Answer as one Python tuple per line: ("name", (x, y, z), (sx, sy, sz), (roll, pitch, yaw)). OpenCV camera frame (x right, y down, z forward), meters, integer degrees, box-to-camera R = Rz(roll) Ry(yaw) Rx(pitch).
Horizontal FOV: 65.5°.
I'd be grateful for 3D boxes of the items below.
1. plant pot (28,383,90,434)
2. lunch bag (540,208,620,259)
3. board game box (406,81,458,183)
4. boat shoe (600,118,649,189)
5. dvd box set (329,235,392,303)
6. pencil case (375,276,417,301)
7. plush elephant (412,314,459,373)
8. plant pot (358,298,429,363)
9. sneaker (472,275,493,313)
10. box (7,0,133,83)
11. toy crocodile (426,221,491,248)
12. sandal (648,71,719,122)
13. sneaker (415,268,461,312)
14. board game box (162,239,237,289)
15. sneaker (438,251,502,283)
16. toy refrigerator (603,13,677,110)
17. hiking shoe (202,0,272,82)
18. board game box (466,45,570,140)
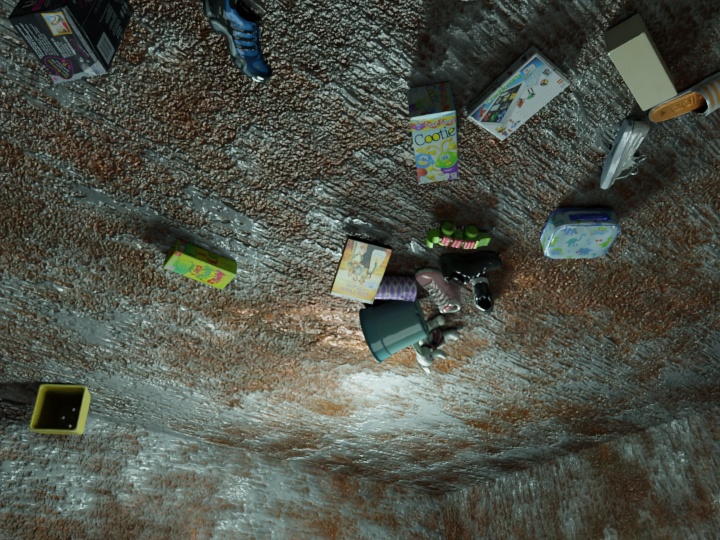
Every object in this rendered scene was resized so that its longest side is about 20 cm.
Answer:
("plant pot", (-1.285, 0.621, 2.439), (0.192, 0.197, 0.201), (4, 153, -7))
("lunch bag", (0.636, -0.110, 1.624), (0.196, 0.084, 0.162), (-2, 145, -1))
("board game box", (0.170, -0.317, 1.306), (0.101, 0.106, 0.201), (-7, 143, 7))
("boat shoe", (0.668, -0.282, 1.397), (0.085, 0.075, 0.204), (13, 138, 9))
("dvd box set", (0.000, 0.000, 1.717), (0.144, 0.030, 0.202), (14, 118, -13))
("pencil case", (0.087, 0.063, 1.828), (0.196, 0.085, 0.086), (2, 133, -6))
("plush elephant", (0.260, 0.282, 2.069), (0.197, 0.157, 0.165), (-17, 141, 19))
("plant pot", (0.122, 0.189, 1.927), (0.193, 0.203, 0.201), (-22, 140, 12))
("sneaker", (0.418, 0.109, 1.900), (0.065, 0.092, 0.201), (-11, 143, 13))
("box", (-0.511, -0.456, 1.005), (0.113, 0.203, 0.133), (-6, 144, 9))
("toy crocodile", (0.288, -0.094, 1.647), (0.196, 0.063, 0.068), (6, 143, -11))
("sandal", (0.776, -0.382, 1.283), (0.204, 0.060, 0.079), (-24, 139, 27))
("sneaker", (0.261, 0.072, 1.834), (0.199, 0.106, 0.075), (28, 137, -33))
("board game box", (-0.492, -0.016, 1.727), (0.198, 0.048, 0.101), (24, 136, -31))
("sneaker", (0.346, -0.001, 1.751), (0.196, 0.092, 0.077), (-6, 142, 3))
("toy refrigerator", (0.597, -0.441, 1.192), (0.075, 0.071, 0.199), (-24, 138, 37))
("hiking shoe", (-0.226, -0.464, 1.115), (0.085, 0.075, 0.200), (-17, 141, 20))
("board game box", (0.354, -0.395, 1.268), (0.125, 0.035, 0.199), (23, 137, -31))
